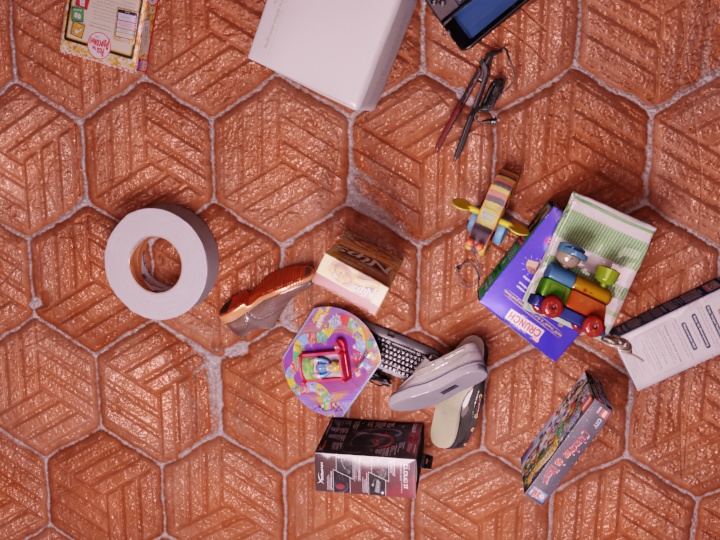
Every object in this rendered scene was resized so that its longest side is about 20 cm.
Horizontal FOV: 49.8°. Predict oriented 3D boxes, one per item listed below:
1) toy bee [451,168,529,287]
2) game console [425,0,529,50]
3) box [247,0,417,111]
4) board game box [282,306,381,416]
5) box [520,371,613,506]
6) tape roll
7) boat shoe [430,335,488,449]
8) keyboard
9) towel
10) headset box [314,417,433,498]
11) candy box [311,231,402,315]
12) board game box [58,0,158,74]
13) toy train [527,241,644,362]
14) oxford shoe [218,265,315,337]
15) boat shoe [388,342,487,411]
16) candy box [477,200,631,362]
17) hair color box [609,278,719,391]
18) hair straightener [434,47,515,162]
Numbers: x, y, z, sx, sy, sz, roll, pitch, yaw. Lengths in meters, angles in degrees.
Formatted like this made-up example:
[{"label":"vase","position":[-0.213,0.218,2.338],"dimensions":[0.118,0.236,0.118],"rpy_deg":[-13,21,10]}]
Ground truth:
[{"label":"toy bee","position":[0.212,-0.066,1.273],"dimensions":[0.128,0.108,0.205],"rpy_deg":[3,96,18]},{"label":"game console","position":[0.190,-0.468,1.197],"dimensions":[0.199,0.116,0.177],"rpy_deg":[-36,94,14]},{"label":"box","position":[-0.039,-0.383,1.225],"dimensions":[0.197,0.171,0.202],"rpy_deg":[24,104,4]},{"label":"board game box","position":[-0.062,0.167,1.387],"dimensions":[0.157,0.039,0.202],"rpy_deg":[39,109,12]},{"label":"box","position":[0.343,0.280,1.309],"dimensions":[0.037,0.137,0.202],"rpy_deg":[32,104,2]},{"label":"tape roll","position":[-0.360,-0.016,1.408],"dimensions":[0.196,0.066,0.205],"rpy_deg":[2,101,9]},{"label":"boat shoe","position":[0.182,0.215,1.366],"dimensions":[0.073,0.062,0.206],"rpy_deg":[19,93,48]},{"label":"keyboard","position":[0.039,0.161,1.388],"dimensions":[0.196,0.040,0.106],"rpy_deg":[21,103,6]},{"label":"towel","position":[0.362,-0.004,1.230],"dimensions":[0.150,0.023,0.203],"rpy_deg":[22,104,1]},{"label":"headset box","position":[0.029,0.328,1.366],"dimensions":[0.195,0.149,0.077],"rpy_deg":[1,103,9]},{"label":"candy box","position":[0.000,0.000,1.280],"dimensions":[0.114,0.200,0.056],"rpy_deg":[28,105,3]},{"label":"board game box","position":[-0.430,-0.460,1.341],"dimensions":[0.149,0.046,0.204],"rpy_deg":[17,104,6]},{"label":"toy train","position":[0.369,0.046,1.196],"dimensions":[0.197,0.085,0.118],"rpy_deg":[24,92,0]},{"label":"oxford shoe","position":[-0.157,0.056,1.396],"dimensions":[0.197,0.072,0.073],"rpy_deg":[-26,116,18]},{"label":"boat shoe","position":[0.128,0.182,1.341],"dimensions":[0.198,0.070,0.071],"rpy_deg":[-32,50,32]},{"label":"candy box","position":[0.319,0.018,1.292],"dimensions":[0.168,0.077,0.201],"rpy_deg":[38,103,-1]},{"label":"hair color box","position":[0.524,0.106,1.282],"dimensions":[0.197,0.061,0.101],"rpy_deg":[-28,96,14]},{"label":"hair straightener","position":[0.199,-0.270,1.280],"dimensions":[0.076,0.041,0.203],"rpy_deg":[28,100,3]}]
